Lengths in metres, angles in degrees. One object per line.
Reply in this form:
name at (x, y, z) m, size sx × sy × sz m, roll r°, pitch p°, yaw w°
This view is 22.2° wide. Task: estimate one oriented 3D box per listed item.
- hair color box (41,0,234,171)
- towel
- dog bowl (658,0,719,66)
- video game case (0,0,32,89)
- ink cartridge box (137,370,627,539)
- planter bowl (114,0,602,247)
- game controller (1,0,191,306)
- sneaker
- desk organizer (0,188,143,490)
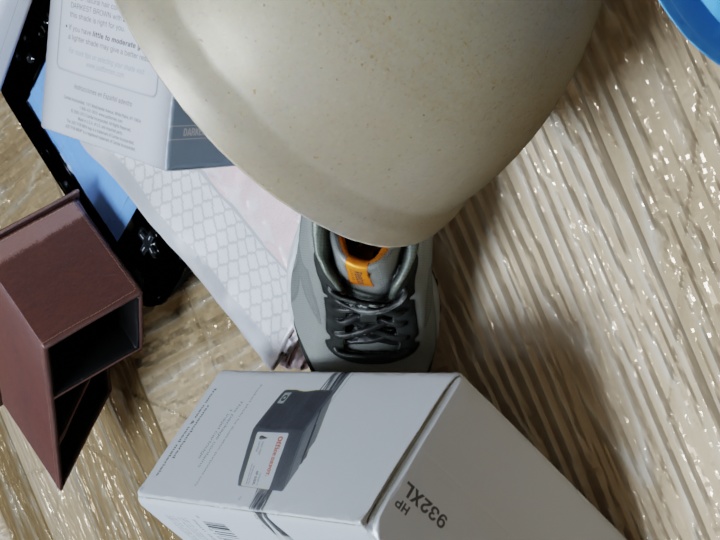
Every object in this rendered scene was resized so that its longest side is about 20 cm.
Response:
hair color box at (-0.091, -0.156, 0.860) m, size 0.099 × 0.060 × 0.202 m, roll 20°, pitch 109°, yaw 41°
towel at (-0.062, -0.076, 0.923) m, size 0.200 × 0.032 × 0.192 m, roll 49°, pitch 134°, yaw 24°
dog bowl at (0.125, -0.162, 0.606) m, size 0.111 × 0.049 × 0.201 m, roll -37°, pitch 77°, yaw 56°
video game case at (-0.232, -0.197, 1.085) m, size 0.200 × 0.022 × 0.183 m, roll -54°, pitch 47°, yaw 52°
ink cartridge box at (0.011, 0.120, 0.849) m, size 0.145 × 0.084 × 0.199 m, roll 45°, pitch 155°, yaw -24°
planter bowl at (0.017, -0.128, 0.678) m, size 0.134 × 0.200 × 0.201 m, roll -34°, pitch 79°, yaw 29°
game controller at (-0.150, -0.079, 1.061) m, size 0.201 × 0.042 × 0.105 m, roll 55°, pitch 145°, yaw 18°
sneaker at (0.000, 0.000, 0.824) m, size 0.080 × 0.073 × 0.201 m, roll -88°, pitch -3°, yaw -49°
desk organizer at (-0.177, 0.048, 1.105) m, size 0.077 × 0.071 × 0.200 m, roll 51°, pitch 157°, yaw 21°
